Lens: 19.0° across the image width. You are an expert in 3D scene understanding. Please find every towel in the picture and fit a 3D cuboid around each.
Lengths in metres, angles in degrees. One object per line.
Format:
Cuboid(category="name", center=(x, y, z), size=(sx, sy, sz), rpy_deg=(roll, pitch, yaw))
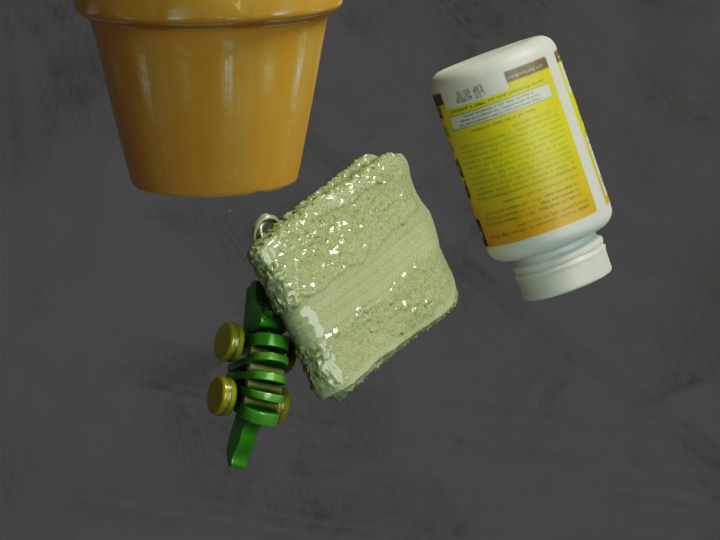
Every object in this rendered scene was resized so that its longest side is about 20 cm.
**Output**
Cuboid(category="towel", center=(0.000, 0.000, 1.676), size=(0.200, 0.036, 0.149), rpy_deg=(-36, 103, -46))

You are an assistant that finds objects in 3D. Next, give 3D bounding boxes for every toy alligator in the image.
Cuboid(category="toy alligator", center=(-0.074, 0.052, 1.644), size=(0.059, 0.054, 0.201), rpy_deg=(13, 79, -30))

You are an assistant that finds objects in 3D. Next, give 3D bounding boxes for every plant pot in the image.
Cuboid(category="plant pot", center=(-0.109, -0.155, 1.575), size=(0.199, 0.200, 0.184), rpy_deg=(-10, 106, -31))

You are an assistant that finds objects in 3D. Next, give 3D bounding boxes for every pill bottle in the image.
Cuboid(category="pill bottle", center=(0.137, -0.082, 1.750), size=(0.109, 0.109, 0.201), rpy_deg=(-23, 97, -30))
